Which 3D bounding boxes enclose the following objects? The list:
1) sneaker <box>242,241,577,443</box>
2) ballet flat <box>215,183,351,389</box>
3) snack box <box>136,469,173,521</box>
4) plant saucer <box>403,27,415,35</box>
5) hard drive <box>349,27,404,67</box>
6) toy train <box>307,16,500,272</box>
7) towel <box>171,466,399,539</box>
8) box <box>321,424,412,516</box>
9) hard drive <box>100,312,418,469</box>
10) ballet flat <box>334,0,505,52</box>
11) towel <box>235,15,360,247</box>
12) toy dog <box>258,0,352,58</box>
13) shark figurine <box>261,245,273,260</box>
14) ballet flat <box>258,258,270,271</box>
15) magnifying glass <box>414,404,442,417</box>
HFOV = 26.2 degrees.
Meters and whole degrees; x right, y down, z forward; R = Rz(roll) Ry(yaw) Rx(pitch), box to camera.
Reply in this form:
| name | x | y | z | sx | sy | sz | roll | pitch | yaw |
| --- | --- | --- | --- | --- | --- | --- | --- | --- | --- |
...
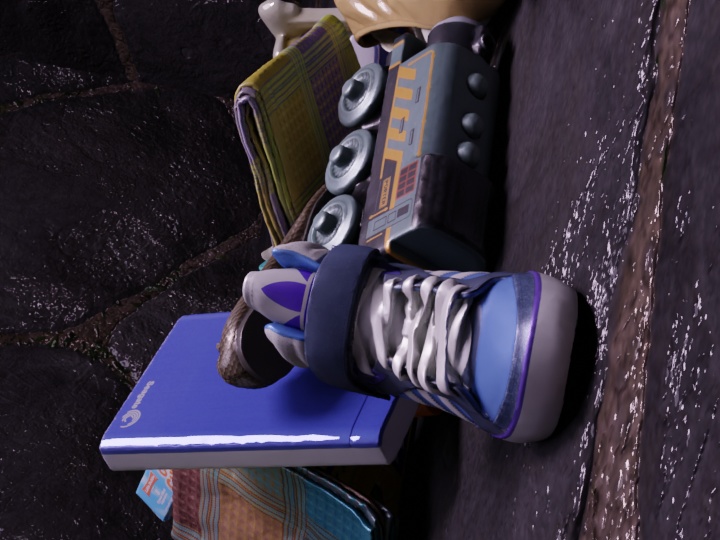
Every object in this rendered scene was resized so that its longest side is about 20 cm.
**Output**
| name | x | y | z | sx | sy | sz | roll | pitch | yaw |
| --- | --- | --- | --- | --- | --- | --- | --- | --- | --- |
| sneaker | 0.014 | 0.030 | 0.749 | 0.200 | 0.146 | 0.081 | -173 | 93 | -84 |
| ballet flat | -0.034 | 0.005 | 0.979 | 0.046 | 0.067 | 0.200 | -25 | 22 | 44 |
| snack box | -0.093 | 0.097 | 1.180 | 0.116 | 0.037 | 0.200 | -29 | -24 | -46 |
| plant saucer | 0.059 | -0.182 | 1.182 | 0.200 | 0.032 | 0.201 | -171 | 90 | -84 |
| hard drive | 0.015 | -0.141 | 1.279 | 0.200 | 0.025 | 0.132 | -63 | -24 | -72 |
| toy train | 0.036 | -0.066 | 0.960 | 0.114 | 0.085 | 0.200 | -25 | 44 | 44 |
| towel | -0.059 | 0.176 | 1.041 | 0.022 | 0.200 | 0.147 | -27 | -47 | -41 |
| box | 0.000 | 0.117 | 1.099 | 0.070 | 0.064 | 0.200 | 162 | 117 | -83 |
| hard drive | -0.053 | 0.072 | 0.982 | 0.025 | 0.200 | 0.132 | 66 | -146 | -31 |
| ballet flat | 0.049 | -0.177 | 1.050 | 0.200 | 0.069 | 0.063 | 19 | 128 | 62 |
| towel | -0.031 | -0.090 | 1.081 | 0.200 | 0.023 | 0.144 | -56 | -47 | -59 |
| toy dog | -0.041 | -0.148 | 1.548 | 0.194 | 0.139 | 0.200 | 81 | -164 | -69 |
| shark figurine | -0.039 | -0.078 | 1.690 | 0.128 | 0.089 | 0.215 | -23 | 59 | 41 |
| ballet flat | 0.000 | 0.000 | 1.182 | 0.200 | 0.073 | 0.073 | -19 | 56 | 48 |
| magnifying glass | -0.016 | 0.092 | 1.042 | 0.200 | 0.022 | 0.080 | -14 | 70 | 51 |
